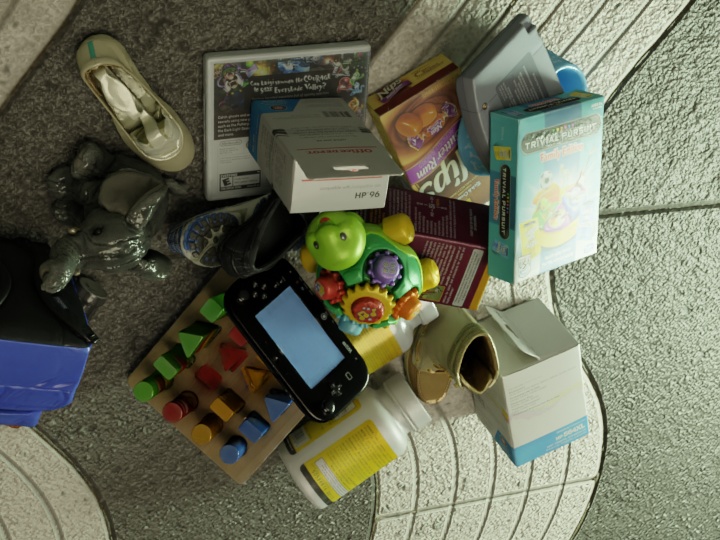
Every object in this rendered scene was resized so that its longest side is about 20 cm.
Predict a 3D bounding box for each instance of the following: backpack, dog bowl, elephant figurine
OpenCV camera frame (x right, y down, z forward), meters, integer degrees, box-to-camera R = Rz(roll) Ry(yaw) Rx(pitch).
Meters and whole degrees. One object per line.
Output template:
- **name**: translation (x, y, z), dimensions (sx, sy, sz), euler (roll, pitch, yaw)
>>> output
- **backpack**: translation (-0.403, 0.061, 1.356), dimensions (0.162, 0.200, 0.168), euler (13, 124, -33)
- **dog bowl**: translation (0.207, -0.192, 1.531), dimensions (0.200, 0.050, 0.112), euler (-40, 129, -24)
- **elephant figurine**: translation (-0.265, -0.043, 1.351), dimensions (0.155, 0.200, 0.142), euler (-41, 128, 4)

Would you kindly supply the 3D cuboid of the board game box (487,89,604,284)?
- **board game box**: translation (0.220, -0.100, 1.463), dimensions (0.151, 0.047, 0.201), euler (-19, 119, -37)

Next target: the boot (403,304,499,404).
- **boot**: translation (0.124, 0.129, 1.670), dimensions (0.073, 0.156, 0.200), euler (-6, 122, -22)

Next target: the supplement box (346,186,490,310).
- **supplement box**: translation (0.063, -0.032, 1.532), dimensions (0.199, 0.086, 0.111), euler (11, 132, -7)

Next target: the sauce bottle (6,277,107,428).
- **sauce bottle**: translation (-0.375, 0.096, 1.476), dimensions (0.066, 0.066, 0.200), euler (27, 106, -35)

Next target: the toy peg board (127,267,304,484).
- **toy peg board**: translation (-0.165, 0.136, 1.511), dimensions (0.199, 0.098, 0.200), euler (42, 100, 3)

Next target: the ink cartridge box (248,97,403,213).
- **ink cartridge box**: translation (-0.042, -0.122, 1.376), dimensions (0.116, 0.200, 0.068), euler (-5, 122, -21)

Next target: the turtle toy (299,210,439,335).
- **turtle toy**: translation (0.000, 0.000, 1.437), dimensions (0.145, 0.101, 0.200), euler (-18, 129, 18)

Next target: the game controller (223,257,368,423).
- **game controller**: translation (-0.074, 0.081, 1.462), dimensions (0.104, 0.042, 0.200), euler (-40, 98, -24)

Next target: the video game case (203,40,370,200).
- **video game case**: translation (-0.088, -0.177, 1.462), dimensions (0.199, 0.023, 0.182), euler (-8, 124, -19)

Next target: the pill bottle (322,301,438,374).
- **pill bottle**: translation (-0.003, 0.079, 1.606), dimensions (0.200, 0.112, 0.112), euler (-32, 128, -3)

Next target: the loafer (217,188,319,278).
- **loafer**: translation (-0.082, -0.062, 1.438), dimensions (0.201, 0.070, 0.068), euler (-48, 126, -29)

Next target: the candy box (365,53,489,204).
- **candy box**: translation (0.097, -0.155, 1.541), dimensions (0.117, 0.056, 0.200), euler (-32, 130, -5)

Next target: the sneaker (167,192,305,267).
- **sneaker**: translation (-0.146, -0.054, 1.487), dimensions (0.200, 0.085, 0.077), euler (-11, 101, -43)

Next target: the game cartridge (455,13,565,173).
- **game cartridge**: translation (0.185, -0.184, 1.457), dimensions (0.133, 0.040, 0.200), euler (-49, 132, -21)

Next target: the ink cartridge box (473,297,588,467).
- **ink cartridge box**: translation (0.234, 0.148, 1.751), dimensions (0.125, 0.129, 0.200), euler (-21, 127, -12)

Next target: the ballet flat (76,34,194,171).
- **ballet flat**: translation (-0.245, -0.171, 1.365), dimensions (0.069, 0.069, 0.200), euler (-37, 129, 1)

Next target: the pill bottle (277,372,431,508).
- **pill bottle**: translation (-0.005, 0.229, 1.702), dimensions (0.200, 0.111, 0.111), euler (-35, 128, 0)
